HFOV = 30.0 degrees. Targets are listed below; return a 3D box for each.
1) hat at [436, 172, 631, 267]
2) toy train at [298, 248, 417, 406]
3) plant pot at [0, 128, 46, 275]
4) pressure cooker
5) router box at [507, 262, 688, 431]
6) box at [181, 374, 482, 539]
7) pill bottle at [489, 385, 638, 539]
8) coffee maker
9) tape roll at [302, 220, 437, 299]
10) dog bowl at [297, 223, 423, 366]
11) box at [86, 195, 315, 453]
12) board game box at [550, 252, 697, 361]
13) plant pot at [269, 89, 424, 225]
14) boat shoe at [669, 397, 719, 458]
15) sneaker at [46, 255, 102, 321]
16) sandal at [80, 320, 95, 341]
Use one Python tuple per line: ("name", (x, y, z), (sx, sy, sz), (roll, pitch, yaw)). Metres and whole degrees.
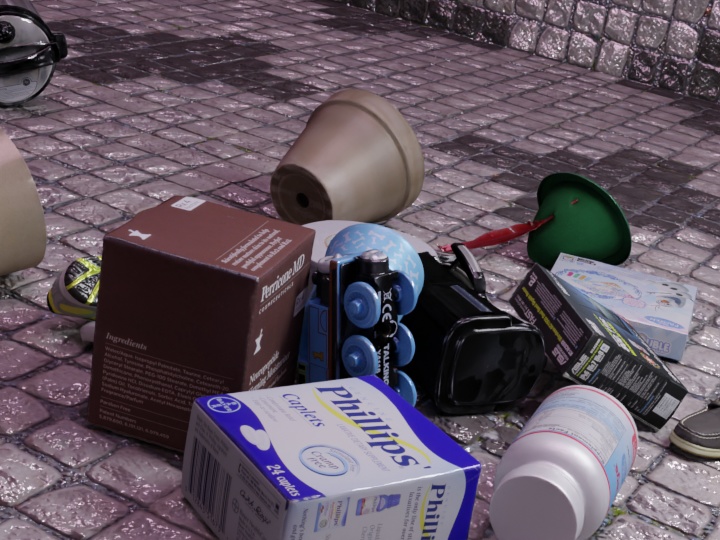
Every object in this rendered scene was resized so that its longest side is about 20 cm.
("hat", (0.260, -0.025, 1.919), (0.176, 0.167, 0.199), (-39, 14, -26))
("toy train", (-0.006, 0.074, 1.361), (0.113, 0.202, 0.086), (13, 20, 40))
("plant pot", (-0.494, -0.056, 1.539), (0.199, 0.189, 0.186), (-26, 38, -36))
("pressure cooker", (-0.609, -0.376, 2.280), (0.178, 0.176, 0.200), (37, 6, -35))
("router box", (0.271, 0.085, 1.552), (0.149, 0.062, 0.200), (29, 14, -23))
("box", (-0.028, 0.185, 1.185), (0.198, 0.106, 0.184), (-4, 25, -33))
("pill bottle", (0.189, 0.190, 1.260), (0.108, 0.110, 0.200), (17, 22, 19))
("coffee maker", (0.084, 0.075, 1.524), (0.190, 0.136, 0.200), (-22, 29, -14))
("tape roll", (0.000, 0.000, 1.735), (0.198, 0.067, 0.201), (9, 20, -3))
("dog bowl", (-0.009, 0.044, 1.439), (0.111, 0.201, 0.050), (28, 33, 2))
("box", (-0.156, 0.055, 1.331), (0.163, 0.202, 0.166), (15, 22, 14))
("board game box", (0.343, 0.045, 1.797), (0.198, 0.044, 0.199), (15, 20, 14))
("plant pot", (-0.035, -0.138, 1.941), (0.199, 0.202, 0.173), (22, 39, 30))
("boat shoe", (0.426, 0.159, 1.503), (0.199, 0.067, 0.072), (-5, 25, -33))
("sneaker", (-0.269, 0.023, 1.541), (0.076, 0.076, 0.199), (-24, -24, 39))
("sandal", (-0.207, 0.074, 1.484), (0.200, 0.050, 0.082), (-2, 5, 5))
